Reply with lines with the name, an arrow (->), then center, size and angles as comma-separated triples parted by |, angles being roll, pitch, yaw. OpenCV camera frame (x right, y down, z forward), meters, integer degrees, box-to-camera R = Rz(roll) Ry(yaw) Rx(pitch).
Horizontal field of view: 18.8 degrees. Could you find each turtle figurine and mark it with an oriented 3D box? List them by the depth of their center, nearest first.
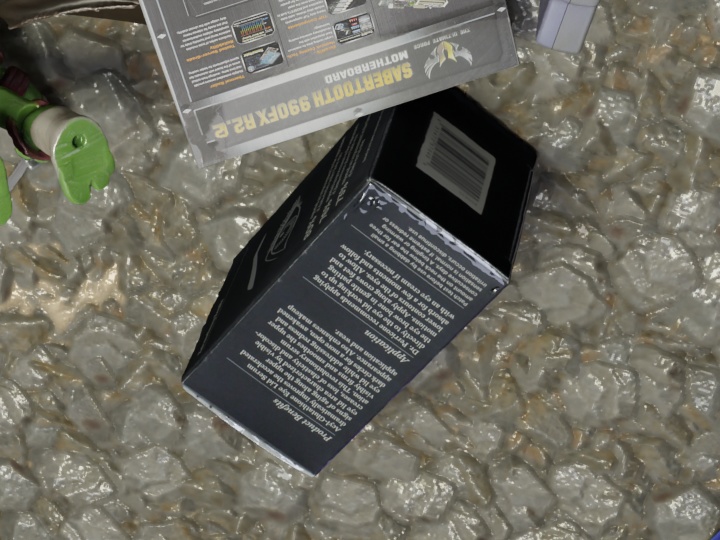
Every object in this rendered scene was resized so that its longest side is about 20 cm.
turtle figurine -> -0.236, -0.063, 1.307 | 0.144, 0.194, 0.200 | 19, 99, -39

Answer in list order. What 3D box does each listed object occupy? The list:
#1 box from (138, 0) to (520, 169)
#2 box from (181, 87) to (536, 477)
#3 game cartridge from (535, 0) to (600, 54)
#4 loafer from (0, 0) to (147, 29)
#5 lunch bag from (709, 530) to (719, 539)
box -> -0.023, -0.161, 1.220 | 0.200, 0.048, 0.159 | -18, 125, -1
box -> 0.000, 0.000, 1.306 | 0.104, 0.148, 0.200 | 36, 124, -11
game cartridge -> 0.134, -0.227, 1.142 | 0.038, 0.130, 0.200 | 18, 123, 1
loafer -> -0.127, -0.168, 1.270 | 0.200, 0.073, 0.071 | -11, 117, 18
lunch bag -> 0.295, 0.227, 1.432 | 0.150, 0.094, 0.200 | 32, 135, -9
